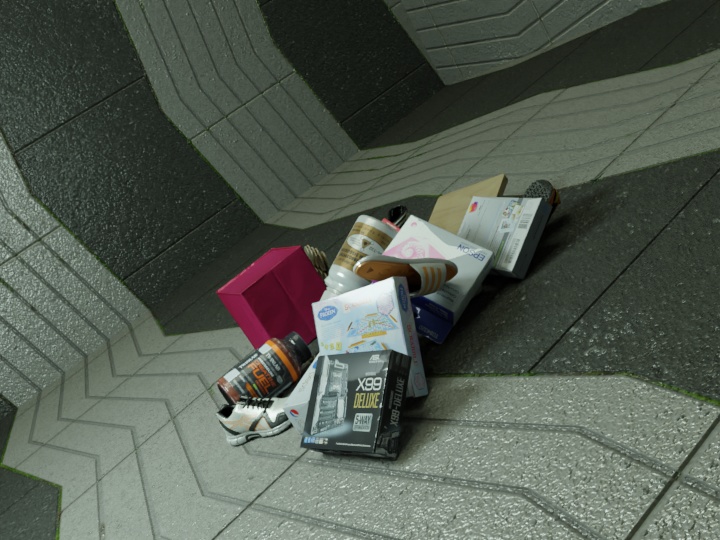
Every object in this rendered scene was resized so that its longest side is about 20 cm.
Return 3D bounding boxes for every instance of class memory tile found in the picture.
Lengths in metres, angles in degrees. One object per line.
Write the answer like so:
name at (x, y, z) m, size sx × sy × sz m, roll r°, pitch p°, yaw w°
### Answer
memory tile at (-0.100, 0.014, 1.938) m, size 0.017 × 0.155 × 0.200 m, roll -19°, pitch 13°, yaw -13°

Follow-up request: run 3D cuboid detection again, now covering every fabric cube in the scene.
fabric cube at (-0.198, 0.077, 1.844) m, size 0.199 × 0.201 × 0.196 m, roll -39°, pitch 16°, yaw -22°

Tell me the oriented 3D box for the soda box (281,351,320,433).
soda box at (-0.068, 0.217, 1.436) m, size 0.067 × 0.064 × 0.200 m, roll -20°, pitch 21°, yaw 33°

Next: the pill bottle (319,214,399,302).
pill bottle at (0.000, 0.000, 1.538) m, size 0.202 × 0.114 × 0.114 m, roll -61°, pitch 22°, yaw -9°

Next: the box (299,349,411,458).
box at (-0.009, 0.214, 1.214) m, size 0.199 × 0.049 × 0.160 m, roll -12°, pitch 62°, yaw 51°

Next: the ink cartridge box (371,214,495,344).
ink cartridge box at (0.124, 0.011, 1.439) m, size 0.195 × 0.043 × 0.201 m, roll 26°, pitch 69°, yaw 28°

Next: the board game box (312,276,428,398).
board game box at (0.012, 0.133, 1.309) m, size 0.198 × 0.203 × 0.041 m, roll -18°, pitch -13°, yaw 39°

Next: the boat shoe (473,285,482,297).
boat shoe at (0.185, 0.011, 1.556) m, size 0.072 × 0.063 × 0.200 m, roll -35°, pitch 16°, yaw -11°

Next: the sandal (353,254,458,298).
sandal at (0.082, 0.019, 1.335) m, size 0.204 × 0.060 × 0.079 m, roll 3°, pitch -35°, yaw -26°

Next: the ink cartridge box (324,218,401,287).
ink cartridge box at (0.042, 0.007, 1.648) m, size 0.200 × 0.083 × 0.145 m, roll -45°, pitch 50°, yaw -9°

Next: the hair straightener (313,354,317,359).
hair straightener at (-0.033, 0.132, 1.657) m, size 0.076 × 0.041 × 0.200 m, roll -14°, pitch 25°, yaw 49°

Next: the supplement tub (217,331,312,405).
supplement tub at (-0.199, 0.217, 1.605) m, size 0.199 × 0.108 × 0.107 m, roll -39°, pitch 17°, yaw -19°

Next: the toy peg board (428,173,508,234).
toy peg board at (0.252, -0.094, 1.731) m, size 0.199 × 0.098 × 0.201 m, roll -17°, pitch 38°, yaw 45°

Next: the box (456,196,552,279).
box at (0.272, -0.070, 1.508) m, size 0.199 × 0.041 × 0.158 m, roll 10°, pitch 73°, yaw 56°

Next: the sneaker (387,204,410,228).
sneaker at (0.130, -0.108, 1.847) m, size 0.075 × 0.117 × 0.200 m, roll -5°, pitch 9°, yaw 33°

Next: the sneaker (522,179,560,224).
sneaker at (0.343, -0.087, 1.560) m, size 0.201 × 0.090 × 0.070 m, roll -53°, pitch 47°, yaw 8°

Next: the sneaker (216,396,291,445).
sneaker at (-0.201, 0.281, 1.476) m, size 0.198 × 0.081 × 0.074 m, roll -24°, pitch 16°, yaw 24°
